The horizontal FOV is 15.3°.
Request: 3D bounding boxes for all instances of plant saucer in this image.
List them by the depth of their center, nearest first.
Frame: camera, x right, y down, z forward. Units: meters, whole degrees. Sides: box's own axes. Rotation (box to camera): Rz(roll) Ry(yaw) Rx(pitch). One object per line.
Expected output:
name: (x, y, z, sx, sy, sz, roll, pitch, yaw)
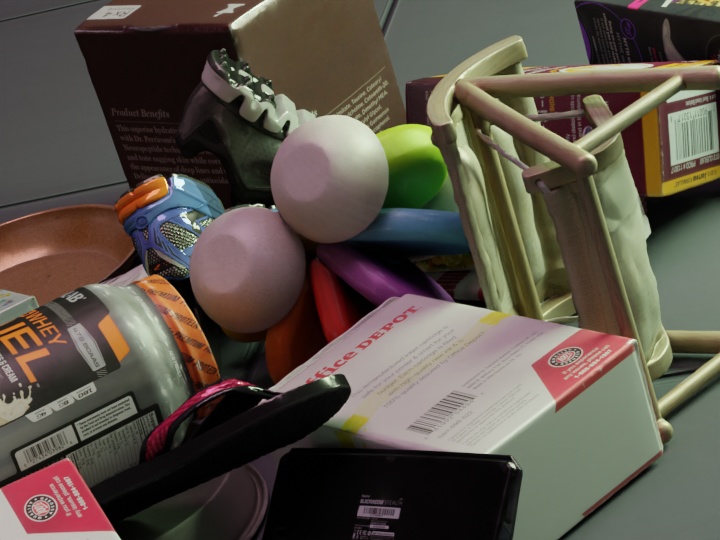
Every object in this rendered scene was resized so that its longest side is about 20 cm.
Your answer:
plant saucer: (-0.259, 0.011, 2.067, 0.199, 0.036, 0.200, -15, 25, 7)

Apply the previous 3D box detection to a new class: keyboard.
keyboard: (0.019, 0.156, 1.529, 0.200, 0.040, 0.104, -2, 70, 49)

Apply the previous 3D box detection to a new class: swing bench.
swing bench: (0.137, -0.023, 1.670, 0.130, 0.199, 0.200, -33, 28, -30)

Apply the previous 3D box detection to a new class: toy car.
toy car: (0.000, 0.000, 1.771, 0.200, 0.175, 0.150, -47, 63, 16)

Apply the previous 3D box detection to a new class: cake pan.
cake pan: (-0.158, 0.155, 1.690, 0.200, 0.037, 0.200, -15, 24, 7)

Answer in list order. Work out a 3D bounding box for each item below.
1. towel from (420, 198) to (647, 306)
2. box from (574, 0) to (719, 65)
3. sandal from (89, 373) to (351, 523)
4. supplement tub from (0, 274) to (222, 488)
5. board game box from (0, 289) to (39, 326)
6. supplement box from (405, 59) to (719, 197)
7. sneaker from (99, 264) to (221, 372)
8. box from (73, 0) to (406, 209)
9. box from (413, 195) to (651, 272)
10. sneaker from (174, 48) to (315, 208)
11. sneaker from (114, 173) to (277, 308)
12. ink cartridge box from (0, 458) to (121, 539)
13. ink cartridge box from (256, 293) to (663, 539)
towel: (0.090, -0.017, 1.909, 0.200, 0.023, 0.144, 2, 32, 40)
box: (0.268, -0.155, 1.955, 0.106, 0.123, 0.200, -30, 27, -27)
sandal: (-0.096, 0.097, 1.584, 0.200, 0.045, 0.075, -26, -19, 26)
supplement tub: (-0.194, 0.087, 1.663, 0.200, 0.123, 0.122, -27, 26, -20)
board game box: (-0.272, 0.078, 1.804, 0.105, 0.103, 0.200, -27, 13, -19)
supplement box: (0.144, -0.099, 1.886, 0.199, 0.086, 0.110, 1, 9, 32)
sneaker: (-0.162, 0.055, 1.892, 0.115, 0.076, 0.201, -25, 20, 15)
box: (-0.083, -0.131, 2.050, 0.166, 0.201, 0.164, 5, 32, 39)
box: (0.101, -0.027, 1.847, 0.199, 0.039, 0.041, -4, 31, 33)
sneaker: (-0.049, -0.071, 1.926, 0.091, 0.200, 0.067, -52, 17, 16)
sneaker: (-0.095, -0.004, 1.870, 0.075, 0.079, 0.200, -28, -27, 32)
ink cartridge box: (-0.220, 0.214, 1.511, 0.199, 0.084, 0.145, -24, 42, -14)
ink cartridge box: (0.058, 0.094, 1.615, 0.145, 0.084, 0.200, -35, 30, -32)
